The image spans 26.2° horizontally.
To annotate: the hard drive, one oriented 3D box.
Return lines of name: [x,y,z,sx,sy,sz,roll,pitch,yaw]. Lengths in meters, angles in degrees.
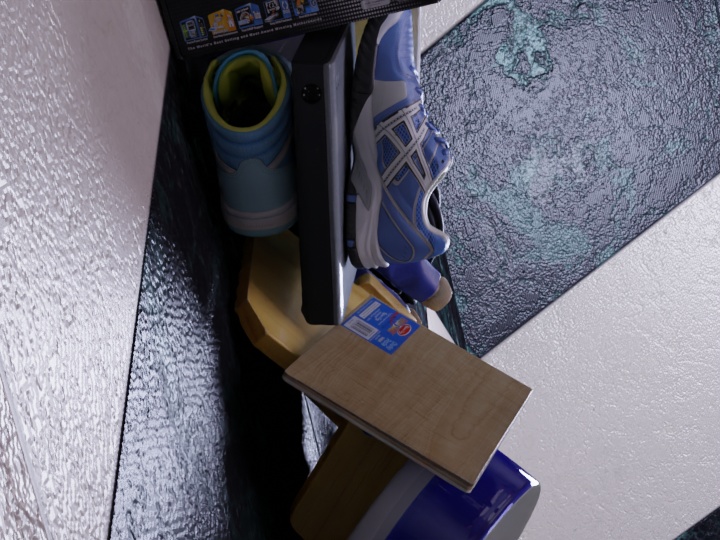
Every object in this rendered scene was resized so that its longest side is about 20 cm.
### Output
hard drive: [-0.024,-0.079,1.161,0.140,0.033,0.202,-76,166,-64]

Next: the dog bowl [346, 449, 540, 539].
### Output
dog bowl: [0.048,0.216,1.148,0.079,0.201,0.200,34,-5,16]

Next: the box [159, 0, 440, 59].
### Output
box: [-0.054,-0.247,1.080,0.044,0.198,0.161,-87,164,-63]

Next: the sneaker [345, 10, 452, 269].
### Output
sneaker: [0.031,-0.101,1.151,0.076,0.076,0.202,-50,141,-80]

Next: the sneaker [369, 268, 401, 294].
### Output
sneaker: [0.000,0.000,1.423,0.115,0.075,0.200,37,-5,28]

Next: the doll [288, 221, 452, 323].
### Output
doll: [-0.017,-0.013,1.308,0.200,0.137,0.049,39,9,-29]

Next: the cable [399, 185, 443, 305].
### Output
cable: [0.019,-0.059,1.526,0.163,0.051,0.201,49,-43,34]

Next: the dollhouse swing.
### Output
dollhouse swing: [-0.050,0.093,1.227,0.182,0.175,0.200,-59,-165,27]

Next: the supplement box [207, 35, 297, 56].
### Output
supplement box: [-0.087,-0.277,1.256,0.201,0.100,0.104,-93,168,-53]

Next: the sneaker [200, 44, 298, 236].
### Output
sneaker: [-0.075,-0.136,1.169,0.201,0.079,0.131,-95,179,-47]

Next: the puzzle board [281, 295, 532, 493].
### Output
puzzle board: [0.039,0.087,1.132,0.017,0.150,0.200,-63,171,21]

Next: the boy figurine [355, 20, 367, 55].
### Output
boy figurine: [-0.003,-0.266,1.242,0.124,0.064,0.202,-54,132,-81]

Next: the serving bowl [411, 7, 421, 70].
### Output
serving bowl: [0.021,-0.184,1.376,0.200,0.065,0.202,1,90,-88]

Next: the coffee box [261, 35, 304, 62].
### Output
coffee box: [-0.050,-0.135,1.400,0.200,0.079,0.114,57,21,-70]
